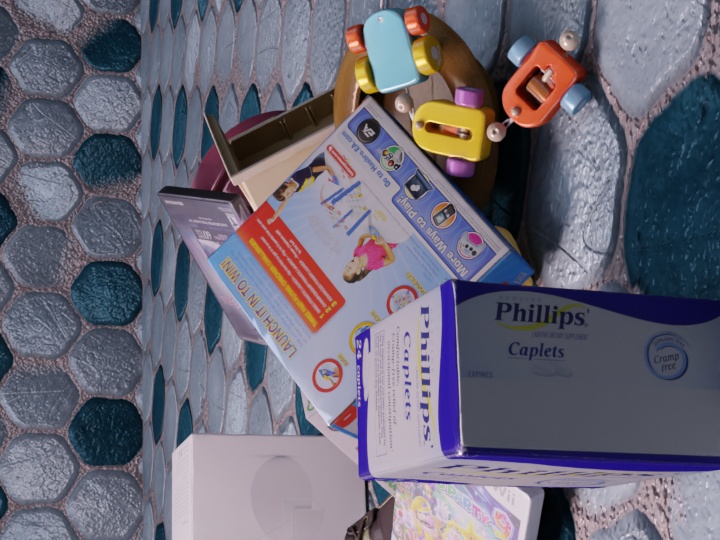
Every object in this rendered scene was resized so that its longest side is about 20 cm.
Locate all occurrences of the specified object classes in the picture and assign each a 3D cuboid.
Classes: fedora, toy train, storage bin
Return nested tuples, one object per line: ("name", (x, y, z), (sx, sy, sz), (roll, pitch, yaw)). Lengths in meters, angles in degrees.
("fedora", (0.064, -0.129, 1.226), (0.200, 0.082, 0.202), (19, 118, 40))
("toy train", (0.085, -0.163, 1.106), (0.200, 0.056, 0.151), (42, 117, 17))
("storage bin", (-0.035, -0.136, 1.383), (0.094, 0.199, 0.199), (63, 179, -30))

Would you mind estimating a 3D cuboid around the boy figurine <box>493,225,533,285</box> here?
("boy figurine", (0.074, 0.046, 1.183), (0.200, 0.124, 0.065), (-48, 58, 27))

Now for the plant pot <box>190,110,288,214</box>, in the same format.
("plant pot", (-0.062, -0.052, 1.534), (0.179, 0.199, 0.201), (40, 127, 49))

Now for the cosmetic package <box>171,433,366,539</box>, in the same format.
("cosmetic package", (-0.101, 0.290, 1.551), (0.123, 0.198, 0.201), (134, 136, -65))

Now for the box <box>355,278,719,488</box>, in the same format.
("box", (0.110, 0.081, 0.910), (0.200, 0.183, 0.106), (142, 130, -69))

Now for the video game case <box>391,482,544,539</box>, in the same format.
("video game case", (0.079, 0.211, 1.122), (0.143, 0.018, 0.201), (37, 136, 38))

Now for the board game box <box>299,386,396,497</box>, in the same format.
("board game box", (0.006, 0.127, 1.288), (0.034, 0.200, 0.127), (-29, 43, 15))

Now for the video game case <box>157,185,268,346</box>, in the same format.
("video game case", (-0.127, 0.001, 1.491), (0.142, 0.019, 0.201), (10, 133, 50))

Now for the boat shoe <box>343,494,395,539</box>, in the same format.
("boat shoe", (0.014, 0.278, 1.400), (0.200, 0.064, 0.074), (113, 155, -47))

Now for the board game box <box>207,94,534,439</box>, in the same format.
("board game box", (0.003, -0.004, 1.137), (0.196, 0.056, 0.200), (-44, 58, 8))
